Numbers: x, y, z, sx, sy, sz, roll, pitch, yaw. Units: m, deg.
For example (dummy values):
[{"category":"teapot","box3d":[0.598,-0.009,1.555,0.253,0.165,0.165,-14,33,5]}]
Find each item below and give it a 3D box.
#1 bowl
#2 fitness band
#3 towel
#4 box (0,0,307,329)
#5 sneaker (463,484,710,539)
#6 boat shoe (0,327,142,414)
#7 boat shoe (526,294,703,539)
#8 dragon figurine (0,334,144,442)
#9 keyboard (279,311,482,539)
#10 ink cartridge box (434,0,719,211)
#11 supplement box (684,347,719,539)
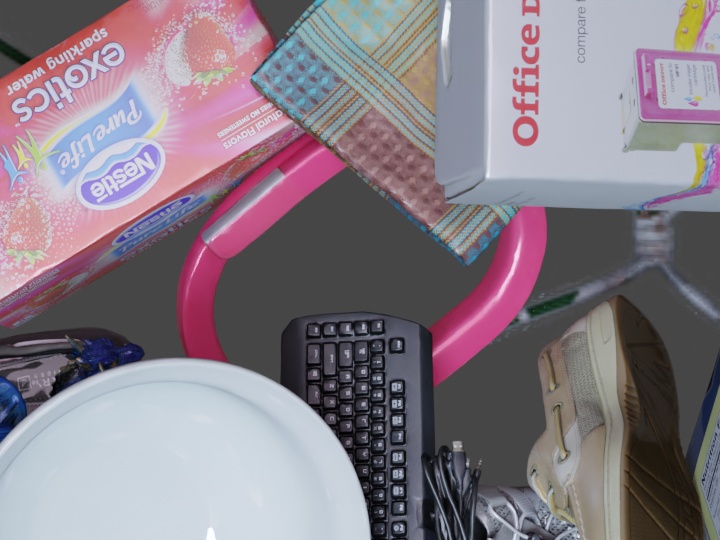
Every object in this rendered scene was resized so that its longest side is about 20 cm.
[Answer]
[{"category":"bowl","box3d":[-0.103,0.129,0.999,0.200,0.090,0.202,-5,103,-22]},{"category":"fitness band","box3d":[0.000,0.000,1.101,0.200,0.037,0.144,-37,112,0]},{"category":"towel","box3d":[0.062,-0.121,1.066,0.147,0.022,0.200,40,77,6]},{"category":"box","box3d":[-0.127,-0.064,1.110,0.199,0.095,0.100,-31,84,-1]},{"category":"sneaker","box3d":[0.076,0.143,1.085,0.199,0.082,0.075,1,84,3]},{"category":"boat shoe","box3d":[-0.210,0.068,1.120,0.199,0.057,0.067,-14,84,1]},{"category":"boat shoe","box3d":[0.117,0.097,1.050,0.065,0.200,0.072,-30,125,24]},{"category":"dragon figurine","box3d":[-0.190,0.089,1.063,0.199,0.059,0.100,-8,122,-3]},{"category":"keyboard","box3d":[0.009,0.116,1.036,0.104,0.040,0.201,-3,77,8]},{"category":"ink cartridge box","box3d":[0.140,-0.104,1.016,0.199,0.085,0.145,1,86,-11]},{"category":"supplement box","box3d":[0.273,0.101,0.981,0.199,0.200,0.135,6,122,-9]}]
